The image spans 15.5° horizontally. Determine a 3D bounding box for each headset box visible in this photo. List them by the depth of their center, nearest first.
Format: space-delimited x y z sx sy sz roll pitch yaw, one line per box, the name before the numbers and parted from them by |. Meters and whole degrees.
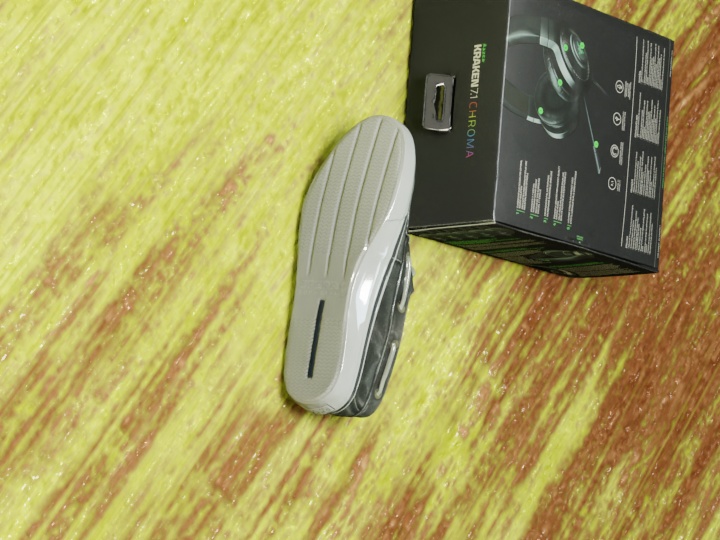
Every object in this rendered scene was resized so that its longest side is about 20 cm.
headset box | 0.120 -0.097 1.839 0.200 0.093 0.174 13 77 -46

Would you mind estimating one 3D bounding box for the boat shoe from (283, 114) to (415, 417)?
boat shoe | 0.000 0.000 1.729 0.071 0.072 0.200 24 79 -53
